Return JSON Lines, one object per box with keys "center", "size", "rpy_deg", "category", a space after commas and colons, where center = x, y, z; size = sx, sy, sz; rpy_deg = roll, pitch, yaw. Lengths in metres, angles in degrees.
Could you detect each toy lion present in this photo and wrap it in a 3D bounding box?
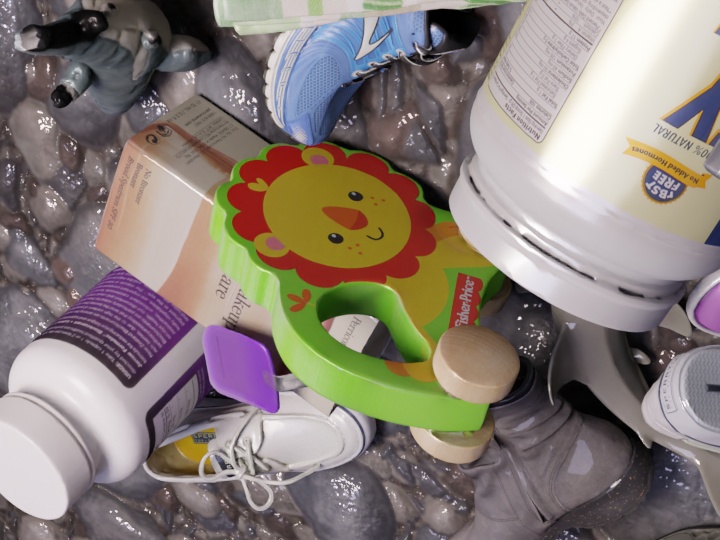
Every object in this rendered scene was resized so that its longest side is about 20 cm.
{"center": [0.000, 0.000, 0.764], "size": [0.189, 0.201, 0.069], "rpy_deg": [16, 130, -1], "category": "toy lion"}

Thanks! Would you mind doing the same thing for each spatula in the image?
{"center": [-0.015, 0.069, 0.804], "size": [0.197, 0.021, 0.057], "rpy_deg": [6, 123, 23], "category": "spatula"}

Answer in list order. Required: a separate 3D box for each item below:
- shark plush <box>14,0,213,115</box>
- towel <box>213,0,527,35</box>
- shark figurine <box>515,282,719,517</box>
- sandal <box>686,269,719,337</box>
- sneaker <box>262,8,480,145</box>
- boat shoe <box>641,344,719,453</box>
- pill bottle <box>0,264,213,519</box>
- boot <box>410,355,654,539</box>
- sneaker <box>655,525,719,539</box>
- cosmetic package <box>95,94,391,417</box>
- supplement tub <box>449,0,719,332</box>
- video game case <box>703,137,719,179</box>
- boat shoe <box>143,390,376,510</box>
{"center": [-0.154, -0.125, 0.792], "size": [0.091, 0.200, 0.083], "rpy_deg": [40, 100, -10], "category": "shark plush"}
{"center": [0.021, -0.201, 0.644], "size": [0.197, 0.023, 0.155], "rpy_deg": [-8, 114, -14], "category": "towel"}
{"center": [0.150, 0.065, 0.775], "size": [0.127, 0.089, 0.216], "rpy_deg": [-16, 110, 46], "category": "shark figurine"}
{"center": [0.261, 0.026, 0.645], "size": [0.200, 0.050, 0.083], "rpy_deg": [6, 137, -13], "category": "sandal"}
{"center": [0.014, -0.139, 0.742], "size": [0.089, 0.079, 0.201], "rpy_deg": [41, 131, 6], "category": "sneaker"}
{"center": [0.251, 0.075, 0.715], "size": [0.197, 0.075, 0.067], "rpy_deg": [12, 164, -8], "category": "boat shoe"}
{"center": [-0.169, 0.073, 0.895], "size": [0.110, 0.200, 0.113], "rpy_deg": [19, 132, 23], "category": "pill bottle"}
{"center": [0.081, 0.133, 0.850], "size": [0.131, 0.070, 0.200], "rpy_deg": [33, 125, -18], "category": "boot"}
{"center": [0.258, 0.230, 0.818], "size": [0.201, 0.077, 0.147], "rpy_deg": [-24, 101, 38], "category": "sneaker"}
{"center": [-0.066, -0.011, 0.861], "size": [0.199, 0.087, 0.104], "rpy_deg": [33, 129, 9], "category": "cosmetic package"}
{"center": [0.138, -0.089, 0.600], "size": [0.144, 0.145, 0.202], "rpy_deg": [32, 115, 10], "category": "supplement tub"}
{"center": [0.221, -0.088, 0.545], "size": [0.019, 0.199, 0.144], "rpy_deg": [40, 108, 30], "category": "video game case"}
{"center": [-0.086, 0.132, 0.961], "size": [0.200, 0.086, 0.075], "rpy_deg": [-6, 115, 34], "category": "boat shoe"}
